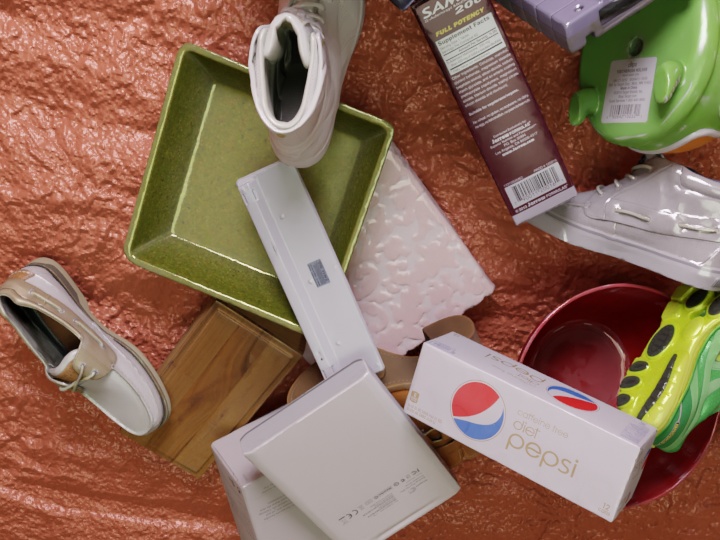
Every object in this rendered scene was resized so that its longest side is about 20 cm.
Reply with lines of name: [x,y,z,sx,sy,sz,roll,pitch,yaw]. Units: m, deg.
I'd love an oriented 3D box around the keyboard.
keyboard: [-0.042,0.005,0.834,0.055,0.011,0.203,-22,100,9]

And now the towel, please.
towel: [0.000,0.000,0.916,0.199,0.032,0.192,-35,111,15]

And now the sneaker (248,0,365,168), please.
sneaker: [-0.038,-0.191,0.746,0.072,0.116,0.204,5,84,4]

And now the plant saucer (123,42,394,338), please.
plant saucer: [-0.089,-0.070,0.852,0.196,0.048,0.203,21,106,4]

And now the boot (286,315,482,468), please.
boot: [0.040,0.140,0.933,0.196,0.074,0.157,-17,127,3]

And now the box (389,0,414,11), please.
box: [-0.011,-0.309,0.685,0.199,0.198,0.118,36,111,-16]

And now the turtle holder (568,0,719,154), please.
turtle holder: [0.252,-0.186,0.789,0.130,0.189,0.141,9,152,-31]

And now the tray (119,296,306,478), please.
tray: [-0.147,0.113,0.948,0.098,0.037,0.201,32,118,-14]

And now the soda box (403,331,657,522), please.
soda box: [0.137,0.124,0.805,0.198,0.063,0.069,25,107,26]

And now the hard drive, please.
hard drive: [-0.004,0.179,0.887,0.131,0.026,0.201,-33,129,4]

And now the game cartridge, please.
game cartridge: [0.201,-0.250,0.728,0.198,0.130,0.039,-33,136,-4]

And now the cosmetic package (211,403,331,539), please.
cosmetic package: [-0.067,0.248,0.970,0.106,0.085,0.203,-23,122,-23]

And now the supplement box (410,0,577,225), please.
supplement box: [0.108,-0.152,0.805,0.060,0.109,0.202,-24,111,12]

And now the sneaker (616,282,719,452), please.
sneaker: [0.297,0.068,0.835,0.201,0.074,0.084,-50,125,-6]

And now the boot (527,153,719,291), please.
boot: [0.235,-0.060,0.836,0.198,0.073,0.097,22,107,30]

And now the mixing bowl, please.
mixing bowl: [0.223,0.107,0.909,0.196,0.108,0.205,-1,96,-7]

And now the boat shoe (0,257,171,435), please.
boat shoe: [-0.264,0.083,0.910,0.075,0.068,0.200,-40,95,26]
